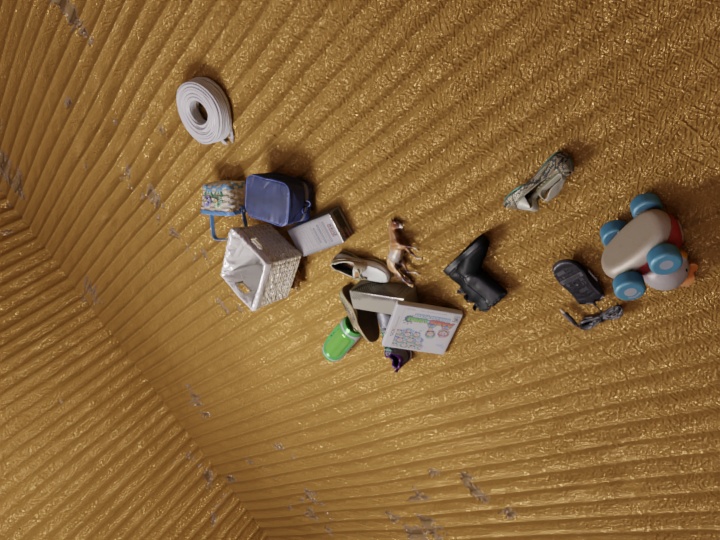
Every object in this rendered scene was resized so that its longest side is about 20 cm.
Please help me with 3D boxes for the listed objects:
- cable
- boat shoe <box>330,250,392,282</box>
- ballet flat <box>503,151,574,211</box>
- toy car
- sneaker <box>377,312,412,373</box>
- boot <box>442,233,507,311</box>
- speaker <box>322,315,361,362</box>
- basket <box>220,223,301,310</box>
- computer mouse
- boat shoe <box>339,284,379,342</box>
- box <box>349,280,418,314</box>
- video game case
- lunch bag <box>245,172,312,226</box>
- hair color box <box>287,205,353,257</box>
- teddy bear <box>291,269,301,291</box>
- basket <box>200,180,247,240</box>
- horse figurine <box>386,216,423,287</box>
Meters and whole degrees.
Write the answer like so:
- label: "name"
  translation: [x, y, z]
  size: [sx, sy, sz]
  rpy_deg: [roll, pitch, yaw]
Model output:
- label: "cable"
  translation: [-0.488, -0.495, 1.770]
  size: [0.198, 0.069, 0.202]
  rpy_deg: [24, 131, 22]
- label: "boat shoe"
  translation: [0.000, 0.000, 1.733]
  size: [0.198, 0.068, 0.076]
  rpy_deg: [16, 128, 28]
- label: "ballet flat"
  translation: [0.406, -0.183, 1.297]
  size: [0.200, 0.067, 0.076]
  rpy_deg: [-46, 50, 43]
- label: "toy car"
  translation: [0.637, -0.026, 1.199]
  size: [0.198, 0.186, 0.177]
  rpy_deg: [22, 136, -15]
- label: "sneaker"
  translation: [0.098, 0.221, 1.793]
  size: [0.074, 0.087, 0.202]
  rpy_deg: [-15, 109, 42]
- label: "boot"
  translation: [0.320, 0.012, 1.498]
  size: [0.163, 0.073, 0.199]
  rpy_deg: [46, 142, 6]
- label: "speaker"
  translation: [-0.060, 0.231, 1.923]
  size: [0.088, 0.088, 0.200]
  rpy_deg: [42, 135, 5]
- label: "basket"
  translation: [-0.320, -0.020, 1.826]
  size: [0.198, 0.160, 0.202]
  rpy_deg: [42, 129, 27]
- label: "computer mouse"
  translation: [0.531, 0.055, 1.392]
  size: [0.200, 0.046, 0.140]
  rpy_deg: [43, 140, -2]
- label: "boat shoe"
  translation: [-0.004, 0.141, 1.826]
  size: [0.202, 0.073, 0.063]
  rpy_deg: [63, 151, 11]
- label: "box"
  translation: [0.071, 0.082, 1.727]
  size: [0.198, 0.082, 0.069]
  rpy_deg: [6, 122, 33]
- label: "video game case"
  translation: [0.179, 0.171, 1.674]
  size: [0.197, 0.024, 0.183]
  rpy_deg: [9, 131, -9]
- label: "lunch bag"
  translation: [-0.236, -0.220, 1.724]
  size: [0.198, 0.132, 0.138]
  rpy_deg: [20, 113, 27]
- label: "hair color box"
  translation: [-0.126, -0.118, 1.755]
  size: [0.199, 0.061, 0.100]
  rpy_deg: [-16, 109, 43]
- label: "teddy bear"
  translation: [-0.274, -0.001, 1.953]
  size: [0.198, 0.066, 0.147]
  rpy_deg: [4, 112, 43]
- label: "basket"
  translation: [-0.445, -0.196, 1.888]
  size: [0.174, 0.139, 0.203]
  rpy_deg: [4, 111, 34]
- label: "horse figurine"
  translation: [0.119, -0.037, 1.628]
  size: [0.132, 0.050, 0.202]
  rpy_deg: [35, 141, 30]
